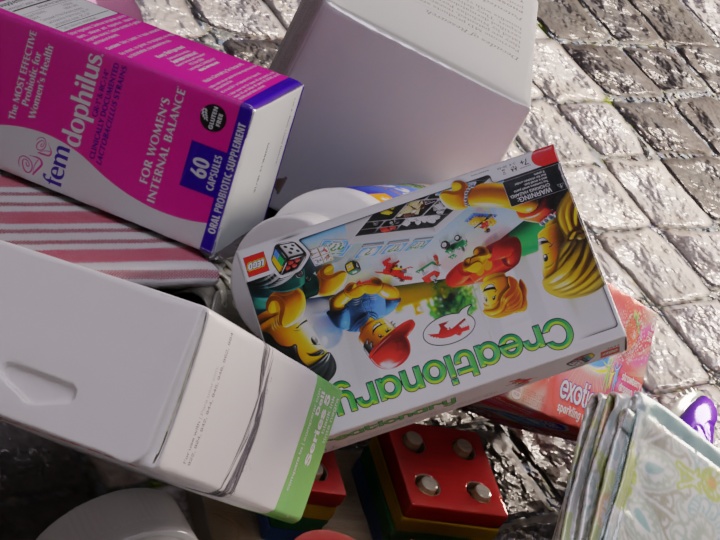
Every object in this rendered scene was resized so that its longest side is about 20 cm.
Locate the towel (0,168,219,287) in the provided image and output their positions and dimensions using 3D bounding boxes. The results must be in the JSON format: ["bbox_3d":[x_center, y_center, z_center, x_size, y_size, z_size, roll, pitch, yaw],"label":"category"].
[{"bbox_3d":[-0.198,-0.032,1.180,0.146,0.030,0.200,-2,28,-41],"label":"towel"}]

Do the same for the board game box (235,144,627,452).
[{"bbox_3d":[0.040,0.018,1.087,0.199,0.035,0.127,-19,69,0],"label":"board game box"}]

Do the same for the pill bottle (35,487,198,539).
[{"bbox_3d":[-0.091,0.213,0.927,0.109,0.110,0.200,-2,46,-39],"label":"pill bottle"}]

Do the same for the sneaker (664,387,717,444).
[{"bbox_3d":[0.214,0.162,1.276,0.099,0.070,0.200,42,39,4],"label":"sneaker"}]

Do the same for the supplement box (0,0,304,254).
[{"bbox_3d":[-0.154,-0.101,1.206,0.199,0.102,0.103,21,20,11],"label":"supplement box"}]

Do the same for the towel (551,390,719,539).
[{"bbox_3d":[0.198,0.189,1.161,0.200,0.048,0.172,36,55,-25],"label":"towel"}]

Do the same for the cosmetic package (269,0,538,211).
[{"bbox_3d":[0.021,-0.134,1.393,0.166,0.168,0.200,26,30,-8],"label":"cosmetic package"}]

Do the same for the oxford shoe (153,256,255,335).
[{"bbox_3d":[-0.094,0.024,1.213,0.075,0.058,0.200,41,34,17],"label":"oxford shoe"}]

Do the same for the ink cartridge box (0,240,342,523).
[{"bbox_3d":[-0.115,0.061,0.978,0.145,0.084,0.200,16,-9,21],"label":"ink cartridge box"}]

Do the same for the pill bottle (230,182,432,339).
[{"bbox_3d":[0.000,0.000,1.229,0.112,0.112,0.200,43,20,17],"label":"pill bottle"}]

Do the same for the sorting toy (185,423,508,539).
[{"bbox_3d":[0.012,0.169,1.099,0.199,0.070,0.199,12,39,-27],"label":"sorting toy"}]

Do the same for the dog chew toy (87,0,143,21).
[{"bbox_3d":[-0.209,-0.168,1.318,0.200,0.125,0.124,50,37,13],"label":"dog chew toy"}]

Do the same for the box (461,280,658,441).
[{"bbox_3d":[0.107,0.045,1.210,0.094,0.103,0.200,9,-10,32],"label":"box"}]
